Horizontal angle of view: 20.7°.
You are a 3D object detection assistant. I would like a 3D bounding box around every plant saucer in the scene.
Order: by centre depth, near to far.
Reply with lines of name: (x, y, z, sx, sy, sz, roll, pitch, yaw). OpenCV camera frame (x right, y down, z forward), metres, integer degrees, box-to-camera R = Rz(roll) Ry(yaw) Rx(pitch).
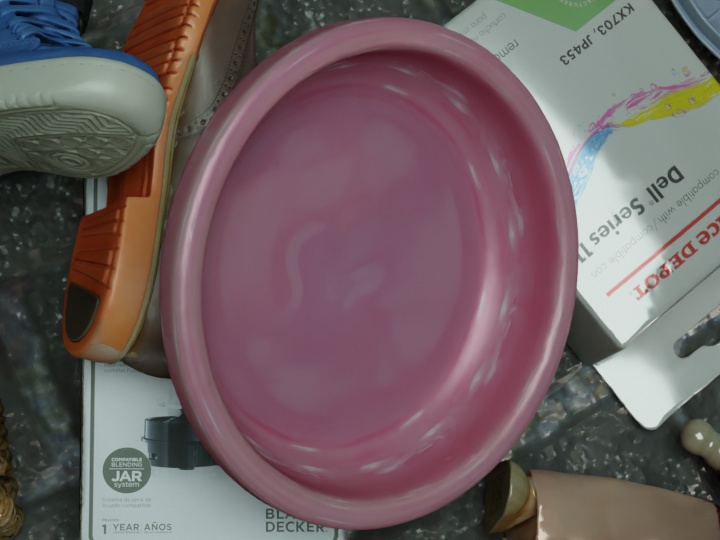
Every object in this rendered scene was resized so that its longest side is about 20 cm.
plant saucer: (0.000, 0.000, 0.792, 0.199, 0.051, 0.203, -7, 102, -35)

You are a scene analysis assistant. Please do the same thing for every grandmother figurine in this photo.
grandmother figurine: (0.154, 0.126, 0.875, 0.198, 0.061, 0.123, 11, 75, -9)

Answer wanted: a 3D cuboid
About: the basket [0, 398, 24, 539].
basket: (-0.212, 0.039, 0.763, 0.141, 0.200, 0.151, -9, 83, -10)

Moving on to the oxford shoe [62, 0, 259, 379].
oxford shoe: (-0.064, -0.054, 0.814, 0.072, 0.071, 0.202, 18, 82, -25)

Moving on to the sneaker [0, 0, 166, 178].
sneaker: (-0.137, -0.096, 0.807, 0.076, 0.199, 0.112, 22, 73, -32)

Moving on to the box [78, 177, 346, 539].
box: (-0.064, 0.022, 0.858, 0.115, 0.060, 0.202, 0, 81, -8)

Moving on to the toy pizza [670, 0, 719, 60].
toy pizza: (0.229, -0.172, 0.944, 0.198, 0.032, 0.203, 1, 81, -7)

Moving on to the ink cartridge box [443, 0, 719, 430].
ink cartridge box: (0.115, -0.040, 0.889, 0.117, 0.067, 0.200, -39, 88, -12)
